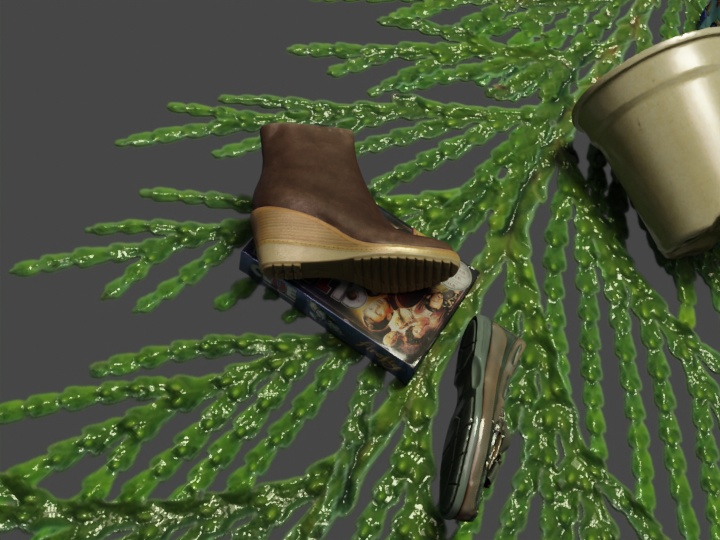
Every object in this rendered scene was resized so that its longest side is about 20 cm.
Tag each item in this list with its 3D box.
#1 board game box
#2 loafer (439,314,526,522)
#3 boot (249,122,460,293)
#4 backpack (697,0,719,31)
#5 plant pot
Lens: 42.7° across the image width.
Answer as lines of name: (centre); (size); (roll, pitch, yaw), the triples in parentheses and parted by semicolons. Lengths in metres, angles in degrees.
board game box: (0.000, 0.000, 0.900); (0.199, 0.035, 0.136); (33, 57, 9)
loafer: (0.115, 0.131, 0.826); (0.062, 0.072, 0.202); (19, 54, -8)
boot: (-0.005, -0.068, 0.876); (0.197, 0.073, 0.169); (3, 60, -6)
backpack: (0.539, -0.338, 1.139); (0.133, 0.201, 0.184); (-14, 63, -21)
plant pot: (0.349, -0.121, 0.981); (0.198, 0.201, 0.186); (-12, 73, -20)
